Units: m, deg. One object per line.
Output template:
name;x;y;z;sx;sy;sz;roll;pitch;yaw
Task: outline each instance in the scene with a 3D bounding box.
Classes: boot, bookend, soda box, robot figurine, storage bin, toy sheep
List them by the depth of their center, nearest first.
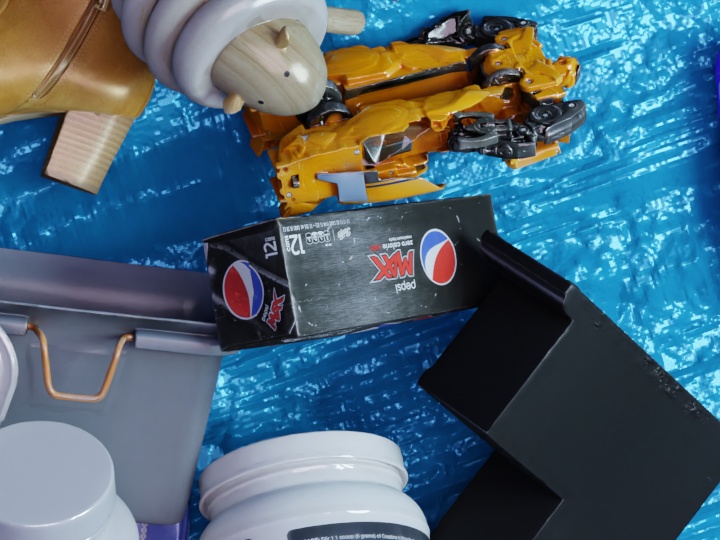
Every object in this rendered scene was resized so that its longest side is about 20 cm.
toy sheep;-0.081;-0.166;1.671;0.138;0.138;0.200;-34;61;-6
soda box;0.000;0.000;1.704;0.200;0.063;0.071;-8;88;-49
storage bin;-0.172;0.072;1.707;0.199;0.146;0.135;6;104;-11
boot;-0.215;-0.143;1.716;0.201;0.071;0.145;20;85;-17
bookend;0.095;0.119;1.736;0.200;0.092;0.199;-53;130;-3
robot figurine;0.035;-0.094;1.738;0.199;0.145;0.058;-11;129;-10

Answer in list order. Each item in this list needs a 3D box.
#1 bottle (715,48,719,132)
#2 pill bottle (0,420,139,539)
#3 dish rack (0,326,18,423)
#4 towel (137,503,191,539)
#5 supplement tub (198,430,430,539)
bottle;0.268;-0.046;1.809;0.083;0.065;0.201;-6;95;-11
pill bottle;-0.179;0.186;1.655;0.112;0.112;0.201;-6;131;-10
dish rack;-0.294;0.086;1.658;0.171;0.044;0.201;29;119;12
towel;-0.205;0.200;1.762;0.199;0.024;0.145;6;93;-11
supplement tub;-0.021;0.208;1.691;0.140;0.140;0.201;-5;68;-10
